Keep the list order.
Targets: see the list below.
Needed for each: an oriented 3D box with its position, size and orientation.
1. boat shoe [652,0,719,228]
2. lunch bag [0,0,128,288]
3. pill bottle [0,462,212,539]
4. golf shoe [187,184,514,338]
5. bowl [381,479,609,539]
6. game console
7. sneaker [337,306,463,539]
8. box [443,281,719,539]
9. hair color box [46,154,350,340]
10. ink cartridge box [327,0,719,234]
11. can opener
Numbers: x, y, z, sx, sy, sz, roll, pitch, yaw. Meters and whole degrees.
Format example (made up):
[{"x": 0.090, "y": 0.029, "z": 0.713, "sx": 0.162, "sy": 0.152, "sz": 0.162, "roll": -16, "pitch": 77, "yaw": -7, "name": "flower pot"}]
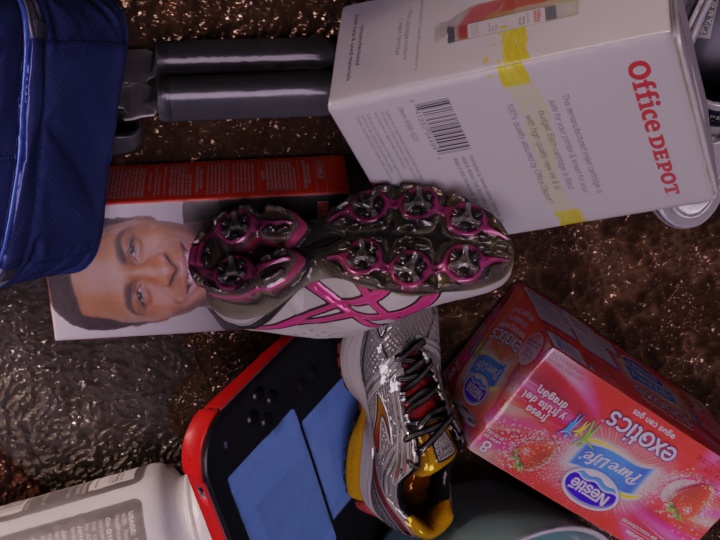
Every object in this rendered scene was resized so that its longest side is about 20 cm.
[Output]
[{"x": 0.220, "y": -0.112, "z": 0.846, "sx": 0.072, "sy": 0.066, "sz": 0.203, "roll": -5, "pitch": 118, "yaw": -3, "name": "boat shoe"}, {"x": -0.225, "y": -0.089, "z": 0.737, "sx": 0.134, "sy": 0.132, "sz": 0.203, "roll": 17, "pitch": 108, "yaw": 23, "name": "lunch bag"}, {"x": -0.174, "y": 0.205, "z": 0.945, "sx": 0.197, "sy": 0.114, "sz": 0.115, "roll": -15, "pitch": 119, "yaw": 3, "name": "pill bottle"}, {"x": 0.000, "y": 0.000, "z": 0.799, "sx": 0.197, "sy": 0.073, "sz": 0.092, "roll": -2, "pitch": 148, "yaw": 18, "name": "golf shoe"}, {"x": 0.083, "y": 0.235, "z": 0.975, "sx": 0.198, "sy": 0.105, "sz": 0.203, "roll": -17, "pitch": 129, "yaw": -22, "name": "bowl"}, {"x": -0.038, "y": 0.142, "z": 0.911, "sx": 0.031, "sy": 0.177, "sz": 0.202, "roll": 11, "pitch": 129, "yaw": 39, "name": "game console"}, {"x": 0.038, "y": 0.091, "z": 0.887, "sx": 0.077, "sy": 0.082, "sz": 0.203, "roll": -22, "pitch": 123, "yaw": -31, "name": "sneaker"}, {"x": 0.168, "y": 0.110, "z": 0.939, "sx": 0.199, "sy": 0.103, "sz": 0.095, "roll": 32, "pitch": 108, "yaw": -22, "name": "box"}, {"x": -0.105, "y": -0.015, "z": 0.865, "sx": 0.197, "sy": 0.061, "sz": 0.103, "roll": -3, "pitch": 120, "yaw": -4, "name": "hair color box"}, {"x": 0.100, "y": -0.098, "z": 0.775, "sx": 0.197, "sy": 0.084, "sz": 0.146, "roll": -8, "pitch": 142, "yaw": 20, "name": "ink cartridge box"}, {"x": -0.112, "y": -0.109, "z": 0.830, "sx": 0.197, "sy": 0.054, "sz": 0.067, "roll": -2, "pitch": 151, "yaw": -5, "name": "can opener"}]
